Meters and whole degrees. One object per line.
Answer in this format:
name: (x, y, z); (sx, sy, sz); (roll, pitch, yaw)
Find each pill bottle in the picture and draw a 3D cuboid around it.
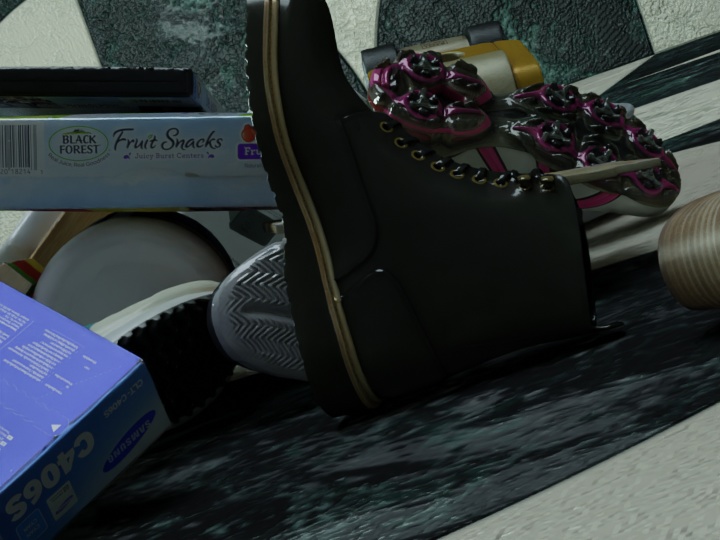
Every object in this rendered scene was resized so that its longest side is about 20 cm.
pill bottle: (-0.125, 0.022, 0.977); (0.115, 0.117, 0.200); (-20, 6, -2)

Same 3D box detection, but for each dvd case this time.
dvd case: (-0.157, -0.098, 0.984); (0.141, 0.018, 0.200); (1, -1, 1)

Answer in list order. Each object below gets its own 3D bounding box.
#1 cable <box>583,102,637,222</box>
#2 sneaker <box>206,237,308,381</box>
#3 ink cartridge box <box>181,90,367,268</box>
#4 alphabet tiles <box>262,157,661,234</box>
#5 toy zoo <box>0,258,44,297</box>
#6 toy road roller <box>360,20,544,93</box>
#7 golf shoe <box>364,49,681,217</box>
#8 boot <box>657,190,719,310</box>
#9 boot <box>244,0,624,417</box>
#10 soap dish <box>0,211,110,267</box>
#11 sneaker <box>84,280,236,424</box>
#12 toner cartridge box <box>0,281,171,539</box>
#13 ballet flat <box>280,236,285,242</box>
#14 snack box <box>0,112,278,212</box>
cable: (0.099, -0.055, 1.146); (0.198, 0.070, 0.200); (-22, 7, -18)
sneaker: (-0.006, 0.018, 0.888); (0.198, 0.078, 0.112); (-11, -4, -33)
ink cartridge box: (-0.078, -0.055, 1.236); (0.201, 0.084, 0.146); (-51, 9, -4)
alphabet tiles: (0.049, -0.039, 0.883); (0.198, 0.006, 0.166); (-10, 4, -6)
toy zoo: (-0.227, 0.050, 0.968); (0.132, 0.020, 0.200); (-52, 6, -2)
toy road roller: (0.077, -0.104, 1.325); (0.122, 0.147, 0.200); (-13, 18, -2)
golf shoe: (0.093, -0.067, 1.019); (0.198, 0.092, 0.073); (16, 47, -3)
boot: (0.226, -0.046, 0.660); (0.154, 0.074, 0.200); (-15, 20, 48)
boot: (0.030, -0.049, 0.754); (0.137, 0.202, 0.077); (-14, -4, 12)
soap dish: (-0.220, 0.003, 1.196); (0.200, 0.081, 0.158); (-44, 13, 46)
sneaker: (-0.152, 0.049, 0.832); (0.199, 0.071, 0.093); (-33, 46, -29)
toner cartridge box: (-0.187, 0.049, 0.758); (0.199, 0.043, 0.095); (24, 56, 37)
ballet flat: (0.000, 0.000, 1.039); (0.070, 0.071, 0.199); (-25, 7, -40)
snack box: (-0.100, -0.059, 0.925); (0.198, 0.054, 0.142); (0, 5, 6)
